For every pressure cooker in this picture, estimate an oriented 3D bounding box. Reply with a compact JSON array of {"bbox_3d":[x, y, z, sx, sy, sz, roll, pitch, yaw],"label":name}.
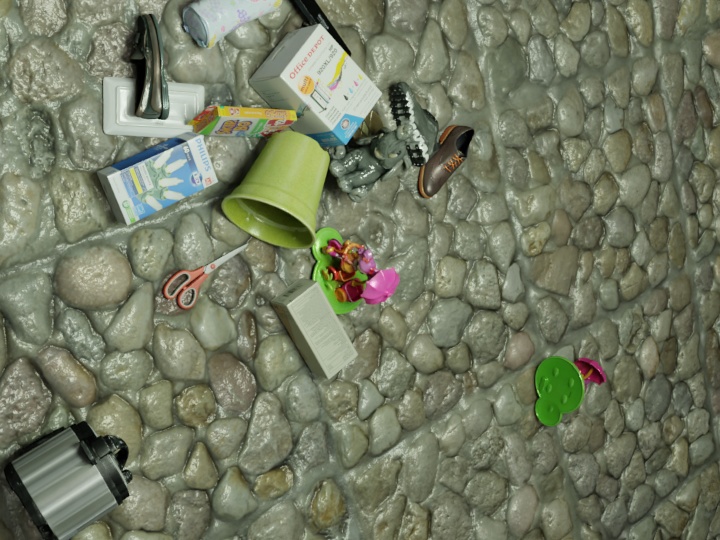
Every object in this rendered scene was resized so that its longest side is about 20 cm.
[{"bbox_3d":[-0.507,0.370,1.489,0.200,0.176,0.179,-31,115,-23],"label":"pressure cooker"}]

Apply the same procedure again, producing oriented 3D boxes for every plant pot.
[{"bbox_3d":[-0.151,-0.171,1.674,0.200,0.200,0.185,35,65,-31],"label":"plant pot"}]

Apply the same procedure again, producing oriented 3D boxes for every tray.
[{"bbox_3d":[-0.388,-0.308,1.588,0.200,0.022,0.108,-2,97,-33],"label":"tray"}]

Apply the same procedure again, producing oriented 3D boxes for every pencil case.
[{"bbox_3d":[-0.247,-0.513,1.623,0.200,0.083,0.091,-39,119,-24],"label":"pencil case"}]

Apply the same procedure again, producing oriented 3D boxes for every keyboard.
[{"bbox_3d":[-0.094,-0.508,1.747,0.200,0.040,0.104,51,29,-25],"label":"keyboard"}]

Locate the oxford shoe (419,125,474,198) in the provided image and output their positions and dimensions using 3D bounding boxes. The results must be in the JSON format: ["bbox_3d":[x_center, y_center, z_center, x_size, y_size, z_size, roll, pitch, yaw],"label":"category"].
[{"bbox_3d":[0.202,-0.258,1.954,0.071,0.072,0.200,34,77,-32],"label":"oxford shoe"}]

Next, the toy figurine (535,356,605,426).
[{"bbox_3d":[0.577,0.312,2.236,0.184,0.150,0.200,-7,121,-41],"label":"toy figurine"}]

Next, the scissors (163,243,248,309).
[{"bbox_3d":[-0.311,-0.006,1.675,0.200,0.014,0.073,-48,116,-18],"label":"scissors"}]

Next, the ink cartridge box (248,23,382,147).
[{"bbox_3d":[-0.093,-0.374,1.702,0.200,0.145,0.147,43,72,-29],"label":"ink cartridge box"}]

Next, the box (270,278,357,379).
[{"bbox_3d":[-0.098,0.125,1.792,0.095,0.078,0.200,-37,114,-26],"label":"box"}]

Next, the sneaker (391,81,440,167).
[{"bbox_3d":[0.131,-0.344,1.906,0.090,0.066,0.200,-35,116,-29],"label":"sneaker"}]

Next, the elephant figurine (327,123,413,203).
[{"bbox_3d":[0.043,-0.238,1.742,0.200,0.155,0.142,-30,127,15],"label":"elephant figurine"}]

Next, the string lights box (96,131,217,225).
[{"bbox_3d":[-0.382,-0.177,1.577,0.200,0.059,0.103,-31,121,-27],"label":"string lights box"}]

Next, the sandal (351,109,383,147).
[{"bbox_3d":[0.027,-0.294,1.852,0.200,0.054,0.080,35,81,-46],"label":"sandal"}]

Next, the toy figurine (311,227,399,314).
[{"bbox_3d":[0.000,0.000,1.775,0.150,0.184,0.200,-29,107,-33],"label":"toy figurine"}]

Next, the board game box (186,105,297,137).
[{"bbox_3d":[-0.232,-0.291,1.634,0.200,0.095,0.030,-2,77,-40],"label":"board game box"}]

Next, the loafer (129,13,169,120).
[{"bbox_3d":[-0.396,-0.377,1.534,0.063,0.072,0.200,-8,86,-28],"label":"loafer"}]
